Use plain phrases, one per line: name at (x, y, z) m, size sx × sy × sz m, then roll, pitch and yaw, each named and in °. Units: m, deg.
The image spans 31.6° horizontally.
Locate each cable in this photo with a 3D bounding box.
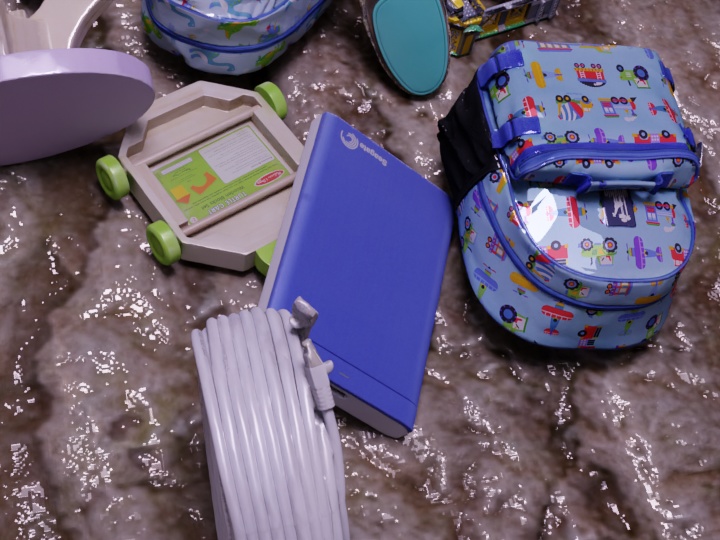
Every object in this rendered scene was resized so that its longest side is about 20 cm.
cable at (-0.053, 0.122, 0.737) m, size 0.069 × 0.200 × 0.201 m, roll -8°, pitch 85°, yaw -10°

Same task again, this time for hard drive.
hard drive at (0.000, 0.000, 0.896) m, size 0.132 × 0.025 × 0.201 m, roll 33°, pitch 51°, yaw -25°

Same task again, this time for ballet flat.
ballet flat at (0.020, -0.236, 1.014) m, size 0.068 × 0.200 × 0.075 m, roll -25°, pitch 37°, yaw 4°

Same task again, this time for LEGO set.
LEGO set at (0.097, -0.294, 1.090) m, size 0.153 × 0.116 × 0.201 m, roll -12°, pitch 59°, yaw -18°

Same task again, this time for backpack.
backpack at (0.159, -0.049, 0.923) m, size 0.182 × 0.135 × 0.201 m, roll 3°, pitch 59°, yaw -18°
backpack at (-0.096, -0.248, 1.023) m, size 0.163 × 0.154 × 0.200 m, roll 30°, pitch 67°, yaw 4°

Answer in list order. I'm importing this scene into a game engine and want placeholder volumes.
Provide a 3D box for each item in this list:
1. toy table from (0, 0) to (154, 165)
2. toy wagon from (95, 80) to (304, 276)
toy table at (-0.255, -0.156, 0.908) m, size 0.199 × 0.184 × 0.118 m, roll -9°, pitch 72°, yaw -14°
toy wagon at (-0.093, -0.056, 0.944) m, size 0.155 × 0.040 × 0.200 m, roll -29°, pitch 67°, yaw -26°
